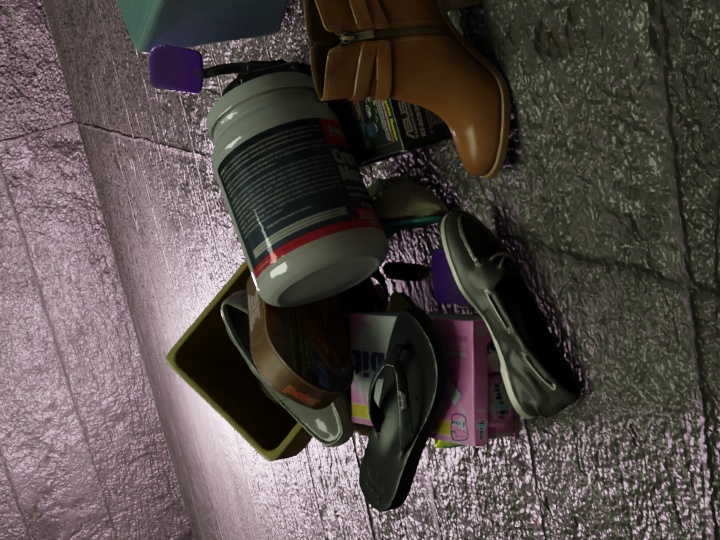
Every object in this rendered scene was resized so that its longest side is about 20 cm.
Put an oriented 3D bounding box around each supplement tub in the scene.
[{"bbox_3d":[-0.066,-0.079,0.966,0.202,0.138,0.140,68,158,14],"label":"supplement tub"}]

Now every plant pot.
[{"bbox_3d":[-0.178,-0.399,1.101,0.198,0.194,0.200,66,149,13],"label":"plant pot"},{"bbox_3d":[-0.096,0.119,1.257,0.195,0.195,0.200,39,175,18],"label":"plant pot"}]

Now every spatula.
[{"bbox_3d":[-0.146,-0.234,1.125,0.021,0.197,0.057,-105,17,-48],"label":"spatula"},{"bbox_3d":[0.068,0.004,1.039,0.200,0.020,0.058,-175,80,-69],"label":"spatula"}]

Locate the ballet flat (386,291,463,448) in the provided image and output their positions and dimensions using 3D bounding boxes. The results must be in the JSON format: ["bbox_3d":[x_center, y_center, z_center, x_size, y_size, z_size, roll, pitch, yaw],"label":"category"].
[{"bbox_3d":[0.063,0.111,1.078,0.201,0.066,0.067,60,159,27],"label":"ballet flat"}]

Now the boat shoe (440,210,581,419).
[{"bbox_3d":[0.137,0.033,0.861,0.057,0.066,0.202,-26,87,41],"label":"boat shoe"}]

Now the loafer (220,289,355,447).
[{"bbox_3d":[-0.082,0.107,1.035,0.070,0.070,0.200,-45,77,19],"label":"loafer"}]

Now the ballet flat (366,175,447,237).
[{"bbox_3d":[0.030,-0.069,1.023,0.200,0.066,0.063,165,99,-67],"label":"ballet flat"}]

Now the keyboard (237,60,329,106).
[{"bbox_3d":[-0.064,-0.139,1.112,0.021,0.125,0.203,-49,-52,-82],"label":"keyboard"}]

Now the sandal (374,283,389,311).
[{"bbox_3d":[-0.033,0.002,1.216,0.213,0.069,0.078,59,155,28],"label":"sandal"}]

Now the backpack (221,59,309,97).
[{"bbox_3d":[-0.109,-0.137,1.205,0.167,0.125,0.203,127,125,-65],"label":"backpack"}]

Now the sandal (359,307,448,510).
[{"bbox_3d":[0.034,0.136,0.906,0.076,0.042,0.203,29,113,49],"label":"sandal"}]

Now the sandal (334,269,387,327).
[{"bbox_3d":[0.000,-0.001,1.102,0.076,0.042,0.202,46,-154,-46],"label":"sandal"}]

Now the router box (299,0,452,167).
[{"bbox_3d":[0.011,-0.211,0.952,0.149,0.061,0.203,-1,107,68],"label":"router box"}]

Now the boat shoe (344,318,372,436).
[{"bbox_3d":[-0.016,0.095,1.110,0.202,0.072,0.065,63,-166,16],"label":"boat shoe"}]

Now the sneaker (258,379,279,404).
[{"bbox_3d":[-0.094,0.053,1.130,0.076,0.069,0.203,53,-153,-72],"label":"sneaker"}]

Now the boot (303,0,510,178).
[{"bbox_3d":[0.039,-0.159,0.804,0.076,0.153,0.203,22,127,61],"label":"boot"}]

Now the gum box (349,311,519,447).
[{"bbox_3d":[0.073,0.102,0.959,0.199,0.065,0.116,0,91,52],"label":"gum box"}]

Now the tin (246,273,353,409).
[{"bbox_3d":[-0.066,0.059,1.005,0.042,0.111,0.201,-43,32,23],"label":"tin"}]
